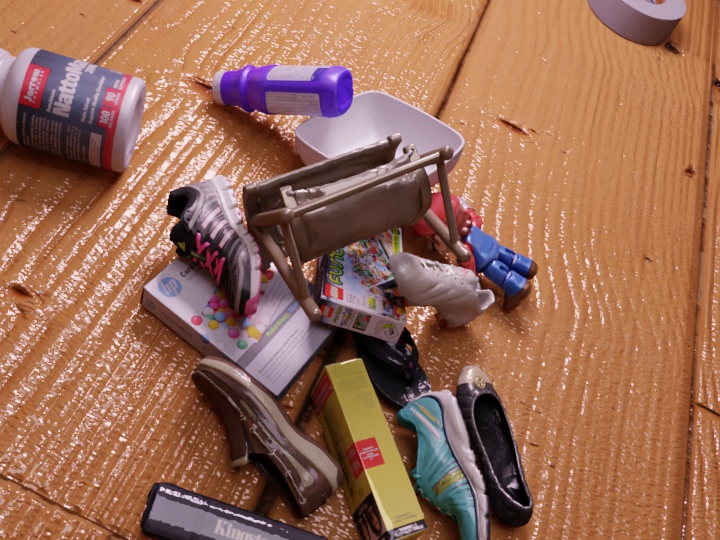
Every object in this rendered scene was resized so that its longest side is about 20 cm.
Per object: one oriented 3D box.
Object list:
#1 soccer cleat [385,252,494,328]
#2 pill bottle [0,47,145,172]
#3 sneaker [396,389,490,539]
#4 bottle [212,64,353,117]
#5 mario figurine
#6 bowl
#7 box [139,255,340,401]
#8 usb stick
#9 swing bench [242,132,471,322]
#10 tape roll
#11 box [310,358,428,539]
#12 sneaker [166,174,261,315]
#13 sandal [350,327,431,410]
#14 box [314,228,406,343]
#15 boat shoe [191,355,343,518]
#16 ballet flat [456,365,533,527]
[{"bbox_3d":[0.099,0.016,0.988,0.199,0.077,0.070,31,35,-53],"label":"soccer cleat"},{"bbox_3d":[-0.376,-0.205,0.990,0.196,0.120,0.121,14,51,-11],"label":"pill bottle"},{"bbox_3d":[0.097,0.237,0.899,0.078,0.078,0.203,-17,62,-1],"label":"sneaker"},{"bbox_3d":[-0.112,-0.253,1.122,0.196,0.066,0.084,6,27,18],"label":"bottle"},{"bbox_3d":[0.145,-0.028,1.116,0.199,0.107,0.124,37,13,-6],"label":"mario figurine"},{"bbox_3d":[0.027,-0.160,1.127,0.199,0.076,0.199,33,48,27],"label":"bowl"},{"bbox_3d":[-0.135,0.045,0.954,0.199,0.041,0.156,37,50,8],"label":"box"},{"bbox_3d":[-0.122,0.266,0.801,0.197,0.033,0.056,21,49,-7],"label":"usb stick"},{"bbox_3d":[-0.015,-0.064,0.893,0.196,0.132,0.200,-22,25,-17],"label":"swing bench"},{"bbox_3d":[0.578,-0.566,1.678,0.196,0.067,0.203,10,52,-14],"label":"tape roll"},{"bbox_3d":[0.005,0.203,0.872,0.049,0.076,0.203,-7,59,-26],"label":"box"},{"bbox_3d":[-0.173,-0.027,0.921,0.086,0.074,0.202,-8,54,-26],"label":"sneaker"},{"bbox_3d":[0.028,0.082,0.986,0.074,0.048,0.202,-13,61,-30],"label":"sandal"},{"bbox_3d":[0.000,0.000,1.010,0.108,0.035,0.202,17,35,-12],"label":"box"},{"bbox_3d":[-0.111,0.177,0.846,0.201,0.075,0.075,40,57,9],"label":"boat shoe"},{"bbox_3d":[0.164,0.201,0.948,0.065,0.057,0.203,-1,56,-23],"label":"ballet flat"}]
